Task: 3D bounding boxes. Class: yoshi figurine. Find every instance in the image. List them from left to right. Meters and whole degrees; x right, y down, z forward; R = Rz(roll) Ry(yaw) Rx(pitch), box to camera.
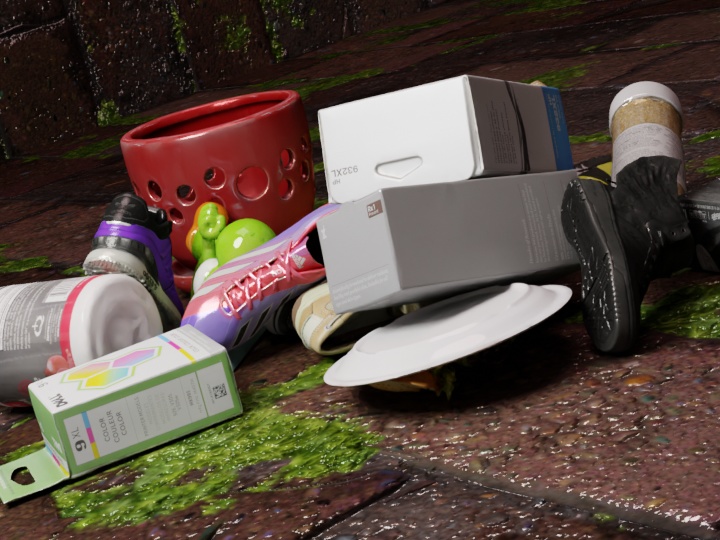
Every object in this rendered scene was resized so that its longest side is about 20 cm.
[{"bbox_3d":[-0.113,-0.015,1.425,0.112,0.113,0.200,-9,17,-5],"label":"yoshi figurine"}]

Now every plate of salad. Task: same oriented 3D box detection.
[{"bbox_3d":[0.068,0.057,1.137,0.199,0.048,0.200,-20,7,2],"label":"plate of salad"}]

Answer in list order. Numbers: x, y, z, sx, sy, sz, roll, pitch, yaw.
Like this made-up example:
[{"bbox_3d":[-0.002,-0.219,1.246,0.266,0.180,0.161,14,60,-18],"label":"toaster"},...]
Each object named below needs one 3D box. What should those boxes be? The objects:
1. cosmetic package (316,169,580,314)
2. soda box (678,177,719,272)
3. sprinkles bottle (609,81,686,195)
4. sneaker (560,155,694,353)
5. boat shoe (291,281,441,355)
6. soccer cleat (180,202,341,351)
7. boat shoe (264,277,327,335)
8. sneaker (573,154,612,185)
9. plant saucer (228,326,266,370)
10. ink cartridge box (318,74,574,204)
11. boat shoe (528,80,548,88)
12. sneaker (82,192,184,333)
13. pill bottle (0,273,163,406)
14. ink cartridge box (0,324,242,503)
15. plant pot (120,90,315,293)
[{"bbox_3d":[0.077,-0.023,1.201,0.199,0.091,0.107,-11,-6,-30],"label":"cosmetic package"},{"bbox_3d":[0.334,-0.032,1.161,0.070,0.064,0.200,-22,15,-23],"label":"soda box"},{"bbox_3d":[0.254,-0.089,1.329,0.068,0.069,0.201,-11,35,17],"label":"sprinkles bottle"},{"bbox_3d":[0.217,-0.016,1.155,0.103,0.060,0.201,7,44,-15],"label":"sneaker"},{"bbox_3d":[0.043,0.023,1.280,0.199,0.072,0.076,-28,28,-7],"label":"boat shoe"},{"bbox_3d":[-0.072,0.003,1.298,0.199,0.067,0.076,-34,1,-8],"label":"soccer cleat"},{"bbox_3d":[0.000,0.000,1.373,0.200,0.072,0.071,-37,55,-16],"label":"boat shoe"},{"bbox_3d":[0.198,-0.045,1.379,0.199,0.076,0.076,-25,38,-24],"label":"sneaker"},{"bbox_3d":[-0.123,0.057,1.405,0.069,0.019,0.200,-11,14,16],"label":"plant saucer"},{"bbox_3d":[0.077,-0.108,1.289,0.144,0.084,0.200,-10,-2,29],"label":"ink cartridge box"},{"bbox_3d":[0.125,-0.133,1.456,0.074,0.069,0.200,-30,-11,-30],"label":"boat shoe"},{"bbox_3d":[-0.201,-0.009,1.413,0.069,0.100,0.200,6,-23,7],"label":"sneaker"},{"bbox_3d":[-0.285,0.066,1.350,0.199,0.111,0.111,-6,17,32],"label":"pill bottle"},{"bbox_3d":[-0.204,0.111,1.197,0.199,0.060,0.104,-20,15,-19],"label":"ink cartridge box"},{"bbox_3d":[-0.137,-0.082,1.606,0.199,0.184,0.201,-15,14,4],"label":"plant pot"}]
